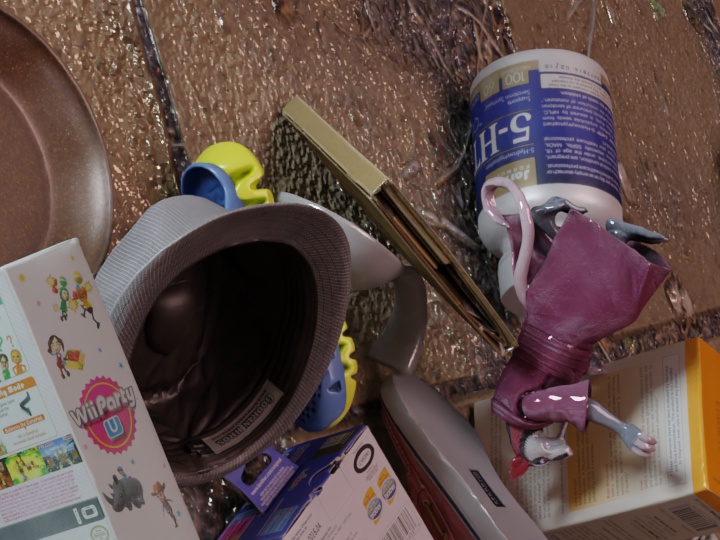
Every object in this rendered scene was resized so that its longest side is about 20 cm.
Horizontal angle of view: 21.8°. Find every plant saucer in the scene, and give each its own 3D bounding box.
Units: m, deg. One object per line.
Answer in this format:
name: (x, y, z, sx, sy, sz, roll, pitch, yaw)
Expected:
plant saucer: (-0.225, -0.064, 1.079, 0.200, 0.037, 0.201, 29, 50, -43)

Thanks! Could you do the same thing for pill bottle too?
pill bottle: (0.154, -0.069, 1.540, 0.120, 0.119, 0.201, 27, 51, -45)

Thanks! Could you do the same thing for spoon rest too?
spoon rest: (0.000, 0.000, 1.287, 0.061, 0.099, 0.200, -57, 147, -16)

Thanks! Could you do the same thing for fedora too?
fedora: (-0.099, 0.028, 1.105, 0.176, 0.090, 0.201, -16, 129, -34)

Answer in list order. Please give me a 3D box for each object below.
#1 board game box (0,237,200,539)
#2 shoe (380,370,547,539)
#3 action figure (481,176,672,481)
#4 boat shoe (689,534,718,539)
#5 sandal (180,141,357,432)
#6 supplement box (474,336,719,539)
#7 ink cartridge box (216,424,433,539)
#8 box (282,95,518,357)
board game box: (-0.174, 0.103, 0.962, 0.064, 0.147, 0.201, -28, 96, -55)
shoe: (0.053, 0.168, 1.321, 0.071, 0.091, 0.200, 14, 32, -48)
action figure: (0.136, 0.053, 1.313, 0.149, 0.134, 0.201, 22, 91, -20)
boat shoe: (0.266, 0.225, 1.590, 0.200, 0.067, 0.074, 23, 55, -48)
sandal: (-0.076, 0.019, 1.206, 0.087, 0.079, 0.200, -24, 79, -41)
supplement box: (0.184, 0.143, 1.397, 0.073, 0.200, 0.126, 36, 46, -42)
ink cartridge box: (-0.016, 0.195, 1.200, 0.200, 0.076, 0.136, 61, 34, -14)
box: (0.026, -0.034, 1.322, 0.164, 0.021, 0.200, 49, -1, -29)
